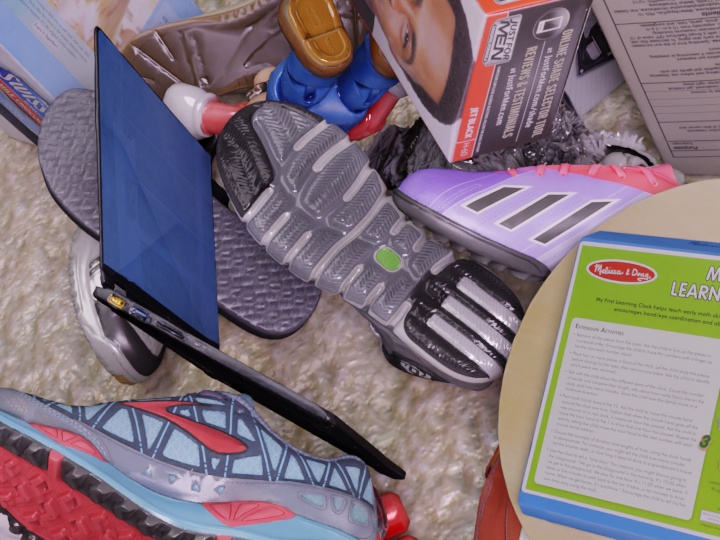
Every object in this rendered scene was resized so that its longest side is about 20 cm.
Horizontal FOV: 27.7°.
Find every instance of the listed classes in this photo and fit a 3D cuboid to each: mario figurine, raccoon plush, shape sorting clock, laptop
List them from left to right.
[{"bbox_3d":[-0.052,0.000,0.741,0.200,0.187,0.116,27,82,17],"label":"laptop"},{"bbox_3d":[-0.038,-0.111,0.860,0.106,0.123,0.200,-63,9,-29],"label":"mario figurine"},{"bbox_3d":[0.097,-0.056,0.832,0.097,0.134,0.200,-61,18,2],"label":"raccoon plush"},{"bbox_3d":[0.148,0.055,0.626,0.200,0.039,0.200,-14,67,36],"label":"shape sorting clock"}]

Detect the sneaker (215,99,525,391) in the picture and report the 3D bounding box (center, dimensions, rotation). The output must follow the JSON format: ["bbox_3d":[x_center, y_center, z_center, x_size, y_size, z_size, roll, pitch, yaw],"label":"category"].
[{"bbox_3d":[0.000,0.000,0.795,0.075,0.116,0.200,-43,76,-13],"label":"sneaker"}]

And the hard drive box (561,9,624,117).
[{"bbox_3d":[0.155,-0.212,0.829,0.200,0.156,0.077,-41,50,0],"label":"hard drive box"}]

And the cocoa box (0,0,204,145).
[{"bbox_3d":[-0.221,-0.183,0.989,0.131,0.200,0.133,17,70,35],"label":"cocoa box"}]

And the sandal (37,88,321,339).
[{"bbox_3d":[-0.114,-0.027,0.874,0.200,0.043,0.076,41,74,0],"label":"sandal"}]

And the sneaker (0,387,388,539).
[{"bbox_3d":[-0.085,0.096,0.677,0.200,0.079,0.096,22,43,1],"label":"sneaker"}]

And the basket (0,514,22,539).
[{"bbox_3d":[-0.239,0.173,0.774,0.123,0.200,0.136,-16,53,28],"label":"basket"}]

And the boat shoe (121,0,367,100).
[{"bbox_3d":[-0.056,-0.149,0.958,0.200,0.072,0.065,-10,14,4],"label":"boat shoe"}]

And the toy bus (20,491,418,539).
[{"bbox_3d":[-0.055,0.183,0.720,0.192,0.136,0.200,-18,53,-2],"label":"toy bus"}]

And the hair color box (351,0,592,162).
[{"bbox_3d":[0.035,-0.163,0.726,0.061,0.102,0.200,-16,56,-20],"label":"hair color box"}]

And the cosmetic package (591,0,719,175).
[{"bbox_3d":[0.183,-0.138,0.736,0.103,0.200,0.087,0,60,27],"label":"cosmetic package"}]

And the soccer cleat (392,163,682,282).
[{"bbox_3d":[0.115,-0.028,0.720,0.068,0.200,0.073,-106,33,-74],"label":"soccer cleat"}]

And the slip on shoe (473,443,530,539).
[{"bbox_3d":[0.092,0.094,0.723,0.061,0.074,0.200,-8,56,42],"label":"slip on shoe"}]

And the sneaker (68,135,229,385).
[{"bbox_3d":[-0.126,-0.026,0.917,0.088,0.076,0.200,-13,57,17],"label":"sneaker"}]
